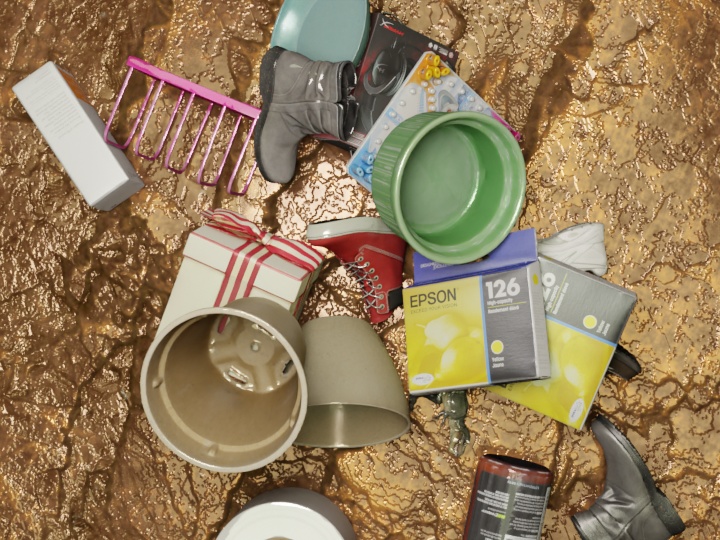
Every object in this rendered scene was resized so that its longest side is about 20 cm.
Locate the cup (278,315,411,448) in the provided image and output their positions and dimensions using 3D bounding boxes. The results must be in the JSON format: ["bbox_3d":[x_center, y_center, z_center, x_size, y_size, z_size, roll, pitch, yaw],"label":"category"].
[{"bbox_3d":[-0.032,0.147,1.655,0.199,0.201,0.144,-2,65,3],"label":"cup"}]

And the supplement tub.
[{"bbox_3d":[0.194,0.360,1.664,0.106,0.107,0.201,12,89,3],"label":"supplement tub"}]

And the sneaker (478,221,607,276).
[{"bbox_3d":[0.254,0.001,1.687,0.199,0.078,0.100,-16,91,3],"label":"sneaker"}]

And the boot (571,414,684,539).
[{"bbox_3d":[0.343,0.312,1.671,0.131,0.070,0.201,-33,84,5],"label":"boot"}]

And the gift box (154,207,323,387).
[{"bbox_3d":[-0.163,0.021,1.659,0.184,0.200,0.188,22,105,-1],"label":"gift box"}]

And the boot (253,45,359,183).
[{"bbox_3d":[-0.069,-0.188,1.590,0.131,0.070,0.201,20,129,24],"label":"boot"}]

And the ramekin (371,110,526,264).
[{"bbox_3d":[0.111,-0.116,1.601,0.199,0.098,0.201,-7,106,-26],"label":"ramekin"}]

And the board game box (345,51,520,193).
[{"bbox_3d":[0.105,-0.162,1.662,0.200,0.026,0.201,37,86,-32],"label":"board game box"}]

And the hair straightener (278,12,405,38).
[{"bbox_3d":[-0.020,-0.340,1.726,0.198,0.041,0.078,-4,88,4],"label":"hair straightener"}]

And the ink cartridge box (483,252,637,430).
[{"bbox_3d":[0.244,0.085,1.636,0.199,0.047,0.199,22,100,5],"label":"ink cartridge box"}]

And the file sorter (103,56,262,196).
[{"bbox_3d":[-0.237,-0.195,1.688,0.199,0.139,0.126,23,93,3],"label":"file sorter"}]

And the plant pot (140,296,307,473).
[{"bbox_3d":[-0.146,0.118,1.485,0.199,0.184,0.202,2,104,8],"label":"plant pot"}]

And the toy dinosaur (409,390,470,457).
[{"bbox_3d":[0.114,0.160,1.707,0.087,0.047,0.202,2,84,0],"label":"toy dinosaur"}]

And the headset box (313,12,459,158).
[{"bbox_3d":[0.033,-0.233,1.670,0.148,0.077,0.201,19,87,-33],"label":"headset box"}]

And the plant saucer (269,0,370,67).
[{"bbox_3d":[-0.048,-0.319,1.644,0.036,0.199,0.201,14,89,-41],"label":"plant saucer"}]

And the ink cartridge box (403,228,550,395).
[{"bbox_3d":[0.150,0.056,1.623,0.197,0.047,0.201,-12,79,34],"label":"ink cartridge box"}]

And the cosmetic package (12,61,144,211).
[{"bbox_3d":[-0.397,-0.187,1.713,0.071,0.101,0.201,-34,88,1],"label":"cosmetic package"}]

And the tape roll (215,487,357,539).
[{"bbox_3d":[-0.102,0.408,1.661,0.201,0.139,0.204,0,88,2],"label":"tape roll"}]

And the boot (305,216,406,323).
[{"bbox_3d":[0.000,0.000,1.647,0.072,0.199,0.145,0,89,36],"label":"boot"}]

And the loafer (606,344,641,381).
[{"bbox_3d":[0.292,0.116,1.689,0.199,0.073,0.072,21,99,8],"label":"loafer"}]
